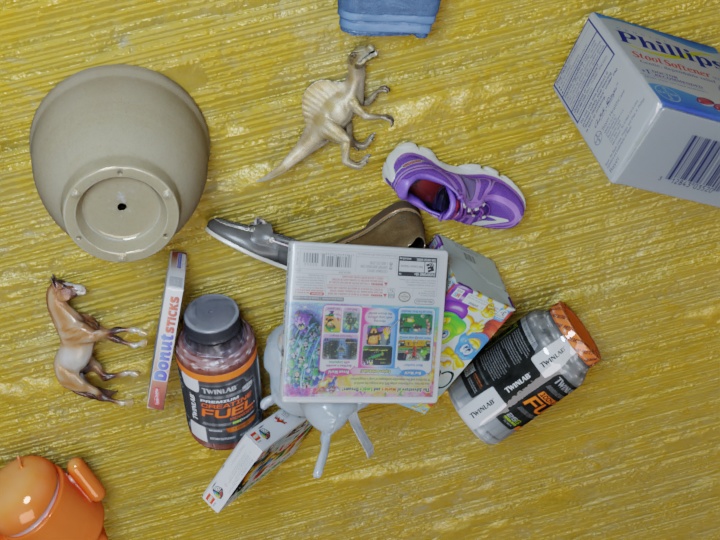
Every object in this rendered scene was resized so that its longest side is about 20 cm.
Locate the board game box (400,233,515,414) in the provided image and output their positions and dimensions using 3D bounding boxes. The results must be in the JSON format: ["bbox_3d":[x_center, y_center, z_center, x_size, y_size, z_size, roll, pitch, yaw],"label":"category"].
[{"bbox_3d":[0.093,0.073,1.294,0.104,0.104,0.201,22,120,-28],"label":"board game box"}]

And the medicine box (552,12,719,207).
[{"bbox_3d":[0.338,-0.177,1.091,0.179,0.202,0.104,9,129,-21],"label":"medicine box"}]

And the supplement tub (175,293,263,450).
[{"bbox_3d":[-0.182,0.129,1.268,0.105,0.108,0.203,-8,130,-8],"label":"supplement tub"}]

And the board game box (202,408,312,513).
[{"bbox_3d":[-0.121,0.235,1.333,0.035,0.199,0.127,41,118,12],"label":"board game box"}]

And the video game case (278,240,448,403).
[{"bbox_3d":[0.005,0.063,1.160,0.196,0.024,0.186,3,94,-20],"label":"video game case"}]

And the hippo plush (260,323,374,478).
[{"bbox_3d":[-0.043,0.132,1.255,0.157,0.160,0.204,-16,93,-26],"label":"hippo plush"}]

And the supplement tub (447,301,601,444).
[{"bbox_3d":[0.227,0.140,1.371,0.199,0.124,0.122,-39,127,18],"label":"supplement tub"}]

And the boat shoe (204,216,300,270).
[{"bbox_3d":[-0.088,-0.030,1.185,0.197,0.067,0.058,25,94,-9],"label":"boat shoe"}]

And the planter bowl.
[{"bbox_3d":[-0.255,-0.096,1.049,0.196,0.136,0.203,-7,130,-8],"label":"planter bowl"}]

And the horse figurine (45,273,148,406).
[{"bbox_3d":[-0.339,0.105,1.242,0.130,0.050,0.202,14,131,-9],"label":"horse figurine"}]

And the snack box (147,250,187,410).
[{"bbox_3d":[-0.243,0.078,1.233,0.024,0.073,0.203,8,126,-13],"label":"snack box"}]

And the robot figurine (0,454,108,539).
[{"bbox_3d":[-0.434,0.332,1.364,0.141,0.118,0.201,-14,135,26],"label":"robot figurine"}]

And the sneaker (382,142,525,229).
[{"bbox_3d":[0.115,-0.082,1.189,0.197,0.084,0.081,14,125,-25],"label":"sneaker"}]

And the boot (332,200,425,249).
[{"bbox_3d":[0.000,0.000,1.232,0.199,0.076,0.073,-39,129,19],"label":"boot"}]

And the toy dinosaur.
[{"bbox_3d":[-0.029,-0.164,1.116,0.100,0.058,0.201,34,107,-17],"label":"toy dinosaur"}]

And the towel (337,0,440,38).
[{"bbox_3d":[0.038,-0.334,0.988,0.109,0.049,0.203,-1,129,-14],"label":"towel"}]
